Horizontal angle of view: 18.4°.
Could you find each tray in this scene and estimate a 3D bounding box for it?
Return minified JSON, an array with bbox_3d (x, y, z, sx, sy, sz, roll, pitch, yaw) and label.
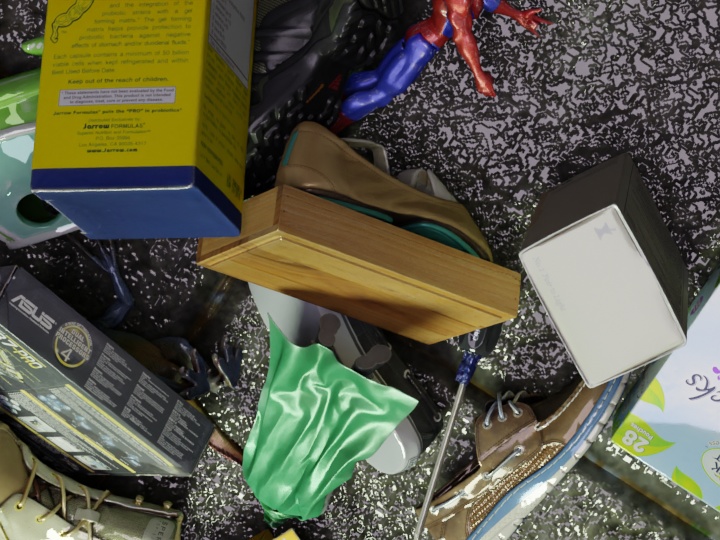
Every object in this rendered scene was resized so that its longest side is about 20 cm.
[{"bbox_3d":[0.000,0.000,1.502,0.200,0.099,0.037,21,65,-32],"label":"tray"}]

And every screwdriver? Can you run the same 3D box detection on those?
[{"bbox_3d":[0.065,0.095,1.574,0.029,0.028,0.200,22,88,-19],"label":"screwdriver"}]

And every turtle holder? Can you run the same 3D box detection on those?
[{"bbox_3d":[-0.208,-0.094,1.551,0.185,0.141,0.132,-18,93,-19],"label":"turtle holder"}]

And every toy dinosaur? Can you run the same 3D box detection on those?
[{"bbox_3d":[-0.186,0.072,1.606,0.181,0.105,0.200,0,113,28],"label":"toy dinosaur"}]

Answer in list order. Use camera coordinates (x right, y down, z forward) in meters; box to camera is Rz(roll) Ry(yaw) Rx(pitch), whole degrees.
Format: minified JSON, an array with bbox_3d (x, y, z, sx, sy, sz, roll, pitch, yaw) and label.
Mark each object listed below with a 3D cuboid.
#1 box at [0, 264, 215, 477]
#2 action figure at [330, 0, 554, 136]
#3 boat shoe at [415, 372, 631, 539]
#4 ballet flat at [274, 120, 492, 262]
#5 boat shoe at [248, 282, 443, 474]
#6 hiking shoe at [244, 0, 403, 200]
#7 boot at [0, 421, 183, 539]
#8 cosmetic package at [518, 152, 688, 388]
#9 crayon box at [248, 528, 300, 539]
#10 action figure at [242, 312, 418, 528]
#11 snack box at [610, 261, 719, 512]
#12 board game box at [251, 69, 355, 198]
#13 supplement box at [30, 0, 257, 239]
[{"bbox_3d":[-0.223,0.074,1.542,0.161,0.049,0.200,-4,142,49],"label":"box"},{"bbox_3d":[0.057,-0.136,1.526,0.099,0.065,0.200,32,117,-18],"label":"action figure"},{"bbox_3d":[0.113,0.124,1.573,0.072,0.072,0.200,38,105,1],"label":"boat shoe"},{"bbox_3d":[0.024,-0.051,1.517,0.069,0.200,0.063,-9,68,40],"label":"ballet flat"},{"bbox_3d":[-0.012,0.051,1.586,0.069,0.057,0.200,-24,101,51],"label":"boat shoe"},{"bbox_3d":[-0.058,-0.137,1.505,0.200,0.076,0.101,-50,55,8],"label":"hiking shoe"},{"bbox_3d":[-0.206,0.169,1.578,0.155,0.200,0.072,15,65,11],"label":"boot"},{"bbox_3d":[0.165,-0.004,1.471,0.073,0.200,0.104,-26,96,14],"label":"cosmetic package"},{"bbox_3d":[-0.093,0.282,1.650,0.200,0.052,0.126,-32,95,15],"label":"crayon box"},{"bbox_3d":[-0.036,0.117,1.566,0.118,0.055,0.200,34,134,9],"label":"action figure"},{"bbox_3d":[0.296,0.077,1.536,0.169,0.068,0.200,32,107,1],"label":"snack box"},{"bbox_3d":[-0.076,-0.128,1.557,0.105,0.023,0.200,46,106,24],"label":"board game box"},{"bbox_3d":[-0.135,-0.130,1.424,0.109,0.109,0.200,-1,74,14],"label":"supplement box"}]
